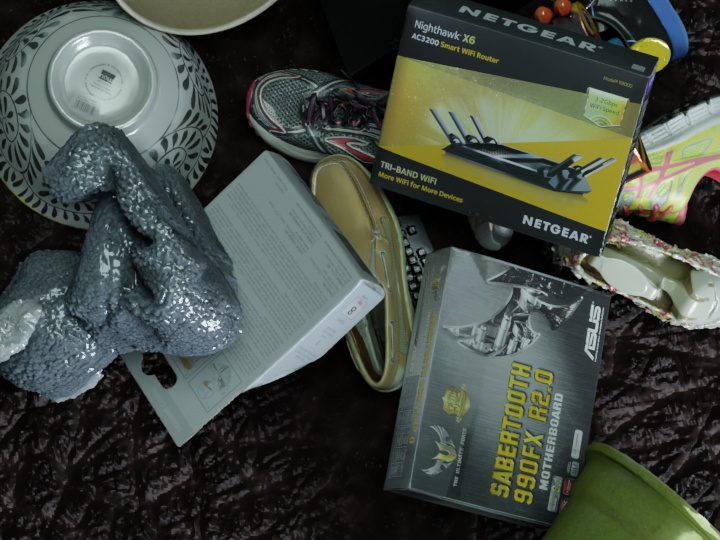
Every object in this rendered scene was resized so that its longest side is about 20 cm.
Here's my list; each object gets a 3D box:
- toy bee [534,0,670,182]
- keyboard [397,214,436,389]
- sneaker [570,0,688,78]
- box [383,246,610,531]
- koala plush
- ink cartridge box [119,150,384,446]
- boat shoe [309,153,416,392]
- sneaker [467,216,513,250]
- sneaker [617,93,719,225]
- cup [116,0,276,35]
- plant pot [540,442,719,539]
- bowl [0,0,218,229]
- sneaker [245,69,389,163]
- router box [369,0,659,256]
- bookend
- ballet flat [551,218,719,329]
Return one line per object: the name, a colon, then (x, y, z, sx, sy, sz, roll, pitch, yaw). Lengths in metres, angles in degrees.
toy bee: (0.173, -0.169, 1.693, 0.131, 0.109, 0.200, -43, 60, 9)
keyboard: (0.068, 0.043, 1.727, 0.103, 0.040, 0.201, -22, 82, -12)
sneaker: (0.202, -0.251, 1.800, 0.078, 0.070, 0.201, -32, 84, -21)
box: (0.113, 0.098, 1.688, 0.157, 0.048, 0.202, 17, 76, -24)
koala plush: (-0.208, 0.024, 1.603, 0.199, 0.177, 0.185, -34, 68, 8)
ink cartridge box: (-0.098, 0.025, 1.668, 0.200, 0.057, 0.163, -45, 56, 11)
boat shoe: (0.000, 0.000, 1.693, 0.071, 0.076, 0.202, -23, 83, 22)
sneaker: (0.141, -0.110, 1.757, 0.077, 0.078, 0.202, 17, 75, -11)
sneaker: (0.239, -0.072, 1.763, 0.199, 0.078, 0.091, -27, 96, -7)
cup: (-0.148, -0.316, 1.714, 0.199, 0.201, 0.143, -26, 43, -13)
plant pot: (0.187, 0.267, 1.595, 0.184, 0.200, 0.200, -44, 86, -9)
bowl: (-0.213, -0.142, 1.702, 0.199, 0.094, 0.203, 2, 76, -7)
sneaker: (0.002, -0.128, 1.740, 0.198, 0.075, 0.081, 13, 76, -4)
router box: (0.120, -0.117, 1.642, 0.198, 0.052, 0.158, 17, 117, 10)
bookend: (0.051, -0.292, 1.717, 0.092, 0.198, 0.201, -8, 74, -51)
ballet flat: (0.249, 0.011, 1.730, 0.199, 0.064, 0.076, 19, 115, -15)
